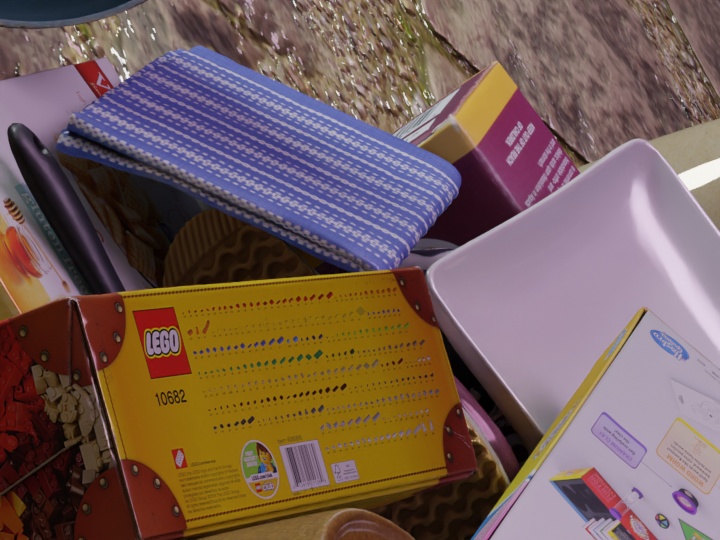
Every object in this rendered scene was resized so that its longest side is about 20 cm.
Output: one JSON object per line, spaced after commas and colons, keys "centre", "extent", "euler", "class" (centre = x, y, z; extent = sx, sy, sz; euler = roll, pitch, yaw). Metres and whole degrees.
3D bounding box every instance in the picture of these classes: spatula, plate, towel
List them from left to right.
{"centre": [-0.077, 0.026, 1.113], "extent": [0.200, 0.020, 0.057], "euler": [53, 10, -12], "class": "spatula"}
{"centre": [-0.037, -0.045, 1.208], "extent": [0.144, 0.024, 0.200], "euler": [24, 16, 5], "class": "towel"}
{"centre": [0.127, 0.056, 1.237], "extent": [0.200, 0.032, 0.200], "euler": [53, 39, 4], "class": "plate"}

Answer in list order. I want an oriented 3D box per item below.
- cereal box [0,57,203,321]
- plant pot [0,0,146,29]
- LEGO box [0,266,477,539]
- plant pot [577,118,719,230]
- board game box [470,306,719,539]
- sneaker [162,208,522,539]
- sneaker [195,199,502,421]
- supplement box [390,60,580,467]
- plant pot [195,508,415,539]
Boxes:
{"centre": [-0.116, -0.009, 1.160], "extent": [0.144, 0.039, 0.200], "euler": [58, 22, 1], "class": "cereal box"}
{"centre": [-0.151, -0.198, 1.200], "extent": [0.200, 0.200, 0.135], "euler": [50, -14, -14], "class": "plant pot"}
{"centre": [-0.079, 0.059, 0.949], "extent": [0.200, 0.148, 0.078], "euler": [-5, 77, -58], "class": "LEGO box"}
{"centre": [0.180, 0.000, 1.553], "extent": [0.187, 0.200, 0.188], "euler": [45, 23, -25], "class": "plant pot"}
{"centre": [0.123, 0.119, 1.105], "extent": [0.153, 0.040, 0.200], "euler": [40, 38, 2], "class": "board game box"}
{"centre": [0.010, 0.047, 1.177], "extent": [0.200, 0.075, 0.090], "euler": [51, 21, 7], "class": "sneaker"}
{"centre": [0.000, 0.000, 1.270], "extent": [0.200, 0.129, 0.079], "euler": [61, 21, 13], "class": "sneaker"}
{"centre": [0.063, 0.025, 1.369], "extent": [0.200, 0.131, 0.103], "euler": [52, 23, -7], "class": "supplement box"}
{"centre": [-0.058, 0.157, 0.834], "extent": [0.186, 0.200, 0.187], "euler": [44, 23, -25], "class": "plant pot"}
